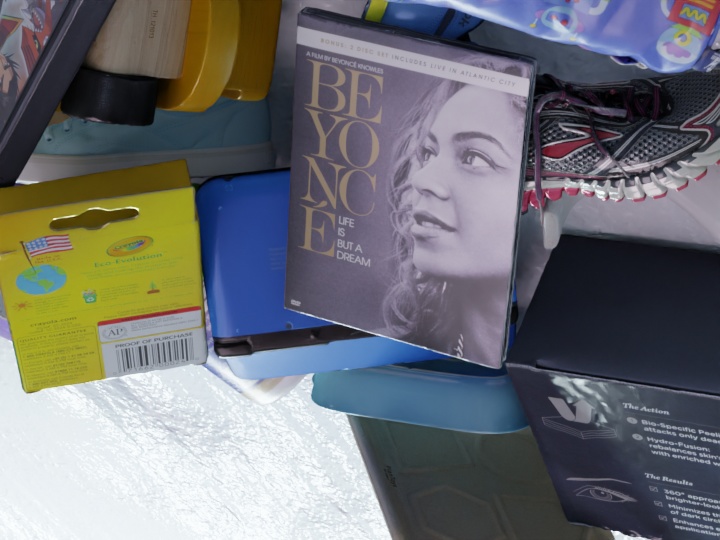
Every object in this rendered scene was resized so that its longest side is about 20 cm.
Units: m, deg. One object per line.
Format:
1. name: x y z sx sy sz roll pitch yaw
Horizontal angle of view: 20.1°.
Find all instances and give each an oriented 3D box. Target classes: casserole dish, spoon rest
1. casserole dish: 0.056 0.072 1.478 0.199 0.121 0.039 7 112 28
2. spoon rest: 0.215 -0.040 1.261 0.199 0.061 0.100 5 146 8

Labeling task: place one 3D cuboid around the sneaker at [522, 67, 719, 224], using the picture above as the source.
1. sneaker: 0.131 -0.084 1.193 0.199 0.081 0.075 -12 127 21

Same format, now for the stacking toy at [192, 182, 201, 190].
1. stacking toy: -0.117 -0.027 1.369 0.199 0.086 0.085 -1 153 -17

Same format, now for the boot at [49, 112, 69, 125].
1. boot: -0.267 -0.155 1.409 0.200 0.073 0.156 32 147 -1

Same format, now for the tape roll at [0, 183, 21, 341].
1. tape roll: -0.253 -0.026 1.572 0.199 0.085 0.200 19 147 13

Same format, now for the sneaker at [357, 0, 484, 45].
1. sneaker: 0.029 -0.115 1.262 0.078 0.066 0.200 22 148 0

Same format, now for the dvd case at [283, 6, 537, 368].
1. dvd case: 0.026 -0.048 1.214 0.148 0.016 0.201 15 120 20

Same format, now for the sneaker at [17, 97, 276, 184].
1. sneaker: -0.158 -0.101 1.364 0.199 0.082 0.074 -4 -175 -8

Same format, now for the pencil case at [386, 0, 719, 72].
1. pencil case: 0.099 -0.161 1.083 0.199 0.078 0.087 12 121 -11

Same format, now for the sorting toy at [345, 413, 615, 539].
1. sorting toy: 0.088 0.165 1.477 0.199 0.185 0.037 12 119 -23

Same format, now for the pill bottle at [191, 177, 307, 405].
1. pill bottle: -0.114 -0.005 1.468 0.200 0.120 0.120 38 146 -15

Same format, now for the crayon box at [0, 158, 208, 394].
1. crayon box: -0.162 -0.003 1.273 0.126 0.051 0.200 -9 148 -9

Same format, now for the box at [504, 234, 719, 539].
1. box: 0.225 0.089 1.369 0.196 0.118 0.200 8 145 27

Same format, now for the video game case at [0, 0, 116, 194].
1. video game case: -0.219 -0.168 1.225 0.025 0.181 0.200 -1 141 -38

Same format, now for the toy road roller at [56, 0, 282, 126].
1. toy road roller: -0.139 -0.156 1.265 0.146 0.123 0.200 1 -168 -38

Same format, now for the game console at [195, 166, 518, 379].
1. game console: 0.000 0.000 1.347 0.199 0.118 0.171 -7 106 1
